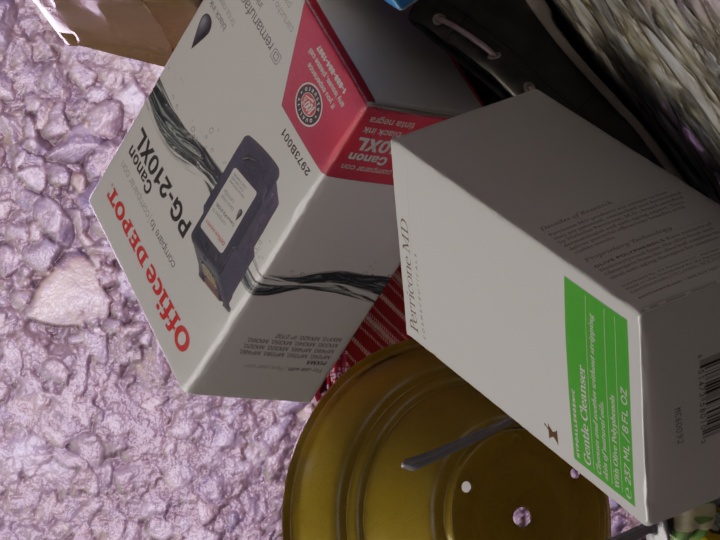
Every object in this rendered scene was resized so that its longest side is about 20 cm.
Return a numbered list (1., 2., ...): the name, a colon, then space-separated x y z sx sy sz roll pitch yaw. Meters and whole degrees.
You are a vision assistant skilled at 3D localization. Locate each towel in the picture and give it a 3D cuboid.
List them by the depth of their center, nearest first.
1. towel: 0.000 0.000 1.584 0.145 0.022 0.202 43 -139 -64

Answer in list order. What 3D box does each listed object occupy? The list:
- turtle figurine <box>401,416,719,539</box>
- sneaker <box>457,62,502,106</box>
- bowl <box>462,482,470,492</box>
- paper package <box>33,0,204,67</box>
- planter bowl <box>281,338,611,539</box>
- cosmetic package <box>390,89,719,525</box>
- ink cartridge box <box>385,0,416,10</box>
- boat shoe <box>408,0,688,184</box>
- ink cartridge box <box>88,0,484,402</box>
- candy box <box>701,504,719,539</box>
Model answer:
1. turtle figurine: 0.139 0.092 1.393 0.193 0.201 0.144 30 160 -26
2. sneaker: 0.057 -0.077 1.459 0.085 0.078 0.199 40 162 -33
3. bowl: 0.097 0.037 1.796 0.074 0.200 0.200 4 137 53
4. paper package: -0.107 -0.224 1.493 0.103 0.202 0.191 10 173 5
5. planter bowl: 0.066 0.130 1.471 0.201 0.200 0.083 54 152 -11
6. cosmetic package: 0.099 0.011 1.229 0.200 0.084 0.108 35 139 52
7. ink cartridge box: -0.021 -0.224 1.310 0.200 0.067 0.116 54 180 -14
8. boat shoe: 0.096 -0.067 1.340 0.200 0.057 0.067 55 179 22
9. ink cartridge box: -0.040 -0.053 1.425 0.084 0.200 0.145 5 -138 -38
10. candy box: 0.201 0.121 1.545 0.199 0.026 0.102 11 -145 -55
